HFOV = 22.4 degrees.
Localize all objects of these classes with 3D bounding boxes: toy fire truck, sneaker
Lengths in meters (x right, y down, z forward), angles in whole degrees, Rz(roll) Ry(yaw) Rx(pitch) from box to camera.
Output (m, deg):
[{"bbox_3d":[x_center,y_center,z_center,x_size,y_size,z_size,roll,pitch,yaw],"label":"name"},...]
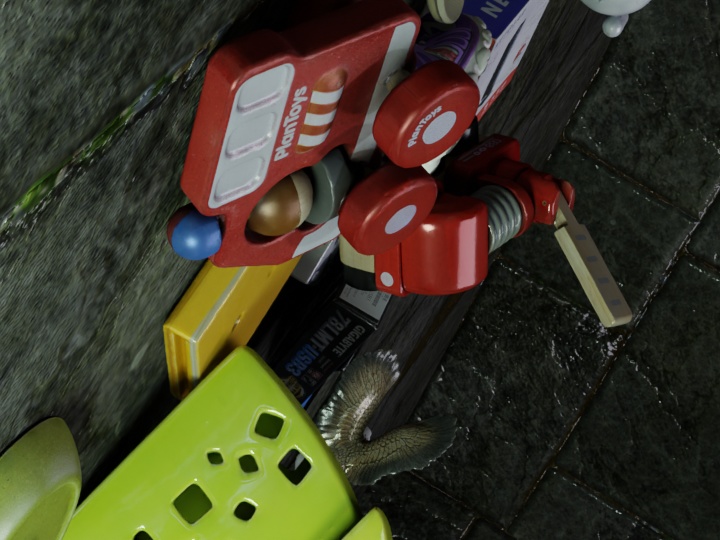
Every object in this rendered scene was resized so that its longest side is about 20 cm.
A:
[{"bbox_3d":[-0.038,-0.075,1.058,0.167,0.112,0.201,-24,152,-34],"label":"toy fire truck"},{"bbox_3d":[0.046,-0.153,1.378,0.081,0.083,0.200,-46,-164,29],"label":"sneaker"},{"bbox_3d":[0.103,-0.024,1.398,0.176,0.199,0.129,-33,130,-46],"label":"toy fire truck"}]

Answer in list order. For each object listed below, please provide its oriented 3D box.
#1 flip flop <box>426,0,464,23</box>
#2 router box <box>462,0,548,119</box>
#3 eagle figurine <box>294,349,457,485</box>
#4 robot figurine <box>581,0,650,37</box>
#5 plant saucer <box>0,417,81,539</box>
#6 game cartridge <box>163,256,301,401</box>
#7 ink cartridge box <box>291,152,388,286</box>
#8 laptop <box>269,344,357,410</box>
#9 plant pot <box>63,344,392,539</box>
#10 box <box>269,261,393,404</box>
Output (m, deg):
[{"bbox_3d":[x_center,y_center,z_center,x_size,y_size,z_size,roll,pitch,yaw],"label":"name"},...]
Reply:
[{"bbox_3d":[0.104,-0.268,1.347,0.201,0.057,0.081,-63,172,26],"label":"flip flop"},{"bbox_3d":[0.114,-0.206,1.707,0.200,0.049,0.180,-52,170,-45],"label":"router box"},{"bbox_3d":[0.005,0.220,2.389,0.200,0.151,0.151,-44,-145,21],"label":"eagle figurine"},{"bbox_3d":[0.309,-0.364,2.145,0.200,0.112,0.171,-42,135,-66],"label":"robot figurine"},{"bbox_3d":[-0.220,0.180,1.071,0.201,0.031,0.200,-57,172,-12],"label":"plant saucer"},{"bbox_3d":[-0.076,-0.009,1.308,0.201,0.032,0.176,-59,173,-19],"label":"game cartridge"},{"bbox_3d":[0.000,-0.081,1.488,0.201,0.039,0.099,-60,172,3],"label":"ink cartridge box"},{"bbox_3d":[0.002,0.053,1.757,0.200,0.103,0.178,-3,-131,56],"label":"laptop"},{"bbox_3d":[-0.084,0.196,1.328,0.199,0.181,0.200,-44,170,-6],"label":"plant pot"},{"bbox_3d":[0.000,0.000,1.579,0.199,0.050,0.200,-61,-174,-33],"label":"box"}]
